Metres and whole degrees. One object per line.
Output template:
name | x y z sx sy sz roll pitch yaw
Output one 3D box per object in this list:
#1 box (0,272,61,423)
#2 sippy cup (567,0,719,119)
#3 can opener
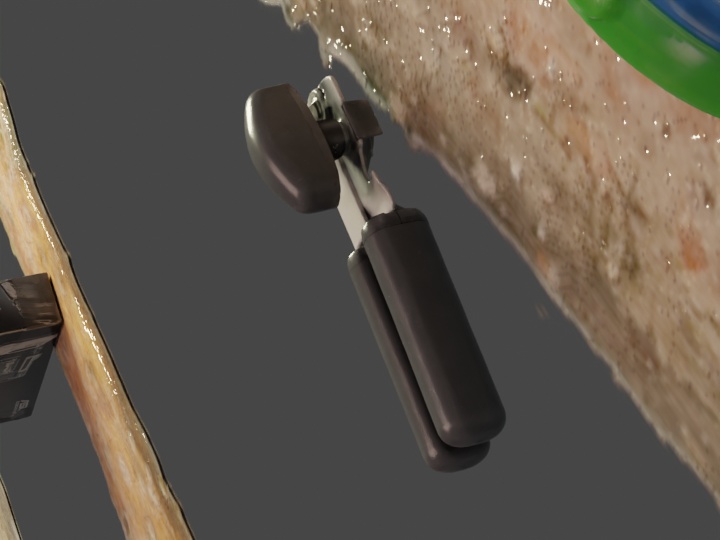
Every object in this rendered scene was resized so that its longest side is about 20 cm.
box | -0.338 0.078 1.729 0.200 0.157 0.050 121 133 -59
sippy cup | 0.125 -0.124 0.528 0.178 0.139 0.130 48 140 9
can opener | 0.000 0.000 0.968 0.053 0.067 0.201 114 139 -57
